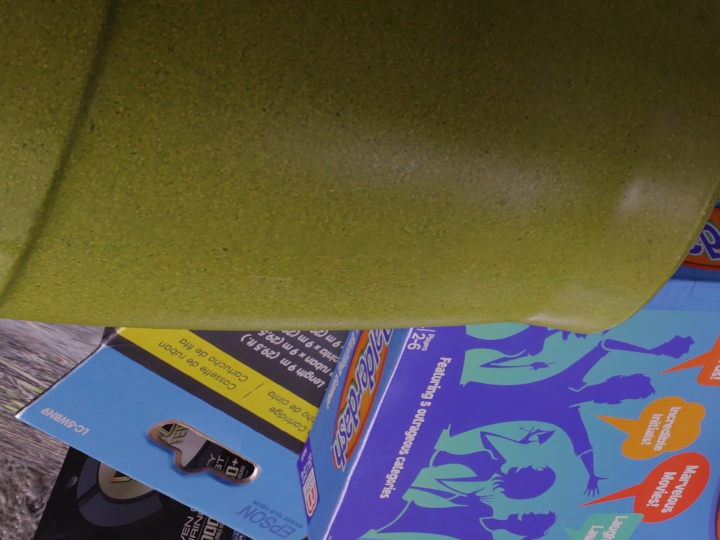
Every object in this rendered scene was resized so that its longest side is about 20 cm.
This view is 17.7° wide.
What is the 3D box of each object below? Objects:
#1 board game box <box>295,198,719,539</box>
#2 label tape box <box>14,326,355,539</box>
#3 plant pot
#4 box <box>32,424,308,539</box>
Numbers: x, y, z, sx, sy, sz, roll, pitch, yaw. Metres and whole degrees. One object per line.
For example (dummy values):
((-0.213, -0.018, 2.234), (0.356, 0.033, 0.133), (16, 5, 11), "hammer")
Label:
((0.094, 0.038, 0.753), (0.200, 0.045, 0.152), (2, 138, -17), "board game box")
((0.000, 0.000, 0.770), (0.200, 0.063, 0.144), (-34, 137, 21), "label tape box")
((-0.015, -0.067, 0.547), (0.193, 0.201, 0.200), (13, 170, -17), "plant pot")
((-0.048, 0.072, 1.084), (0.086, 0.200, 0.164), (30, 166, -38), "box")
